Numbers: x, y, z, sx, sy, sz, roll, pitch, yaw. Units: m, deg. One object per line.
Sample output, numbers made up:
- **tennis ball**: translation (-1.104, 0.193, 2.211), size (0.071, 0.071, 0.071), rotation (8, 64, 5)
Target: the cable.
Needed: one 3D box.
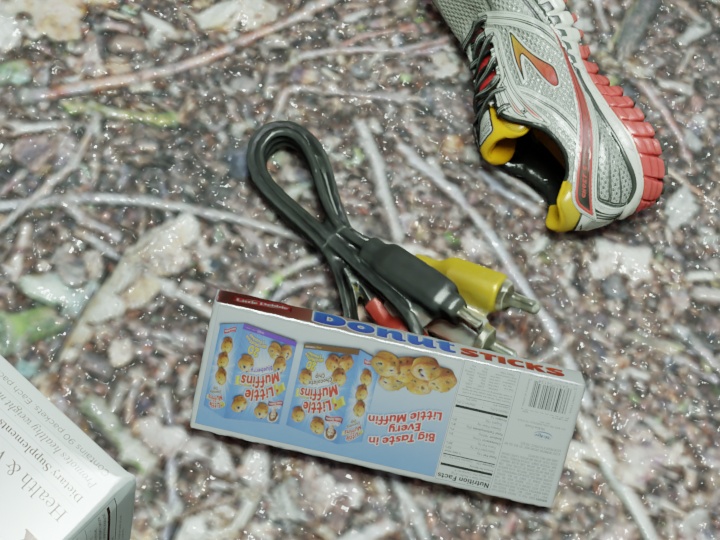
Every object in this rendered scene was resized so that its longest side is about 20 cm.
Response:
- **cable**: translation (0.000, 0.000, 0.882), size (0.199, 0.050, 0.097), rotation (37, 79, 25)

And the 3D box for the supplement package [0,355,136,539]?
- **supplement package**: translation (-0.237, 0.125, 0.698), size (0.191, 0.148, 0.200), rotation (39, 61, 12)

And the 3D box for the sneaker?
- **sneaker**: translation (0.096, -0.111, 0.924), size (0.082, 0.078, 0.201), rotation (-27, 69, -20)

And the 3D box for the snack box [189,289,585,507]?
- **snack box**: translation (0.013, 0.068, 0.818), size (0.197, 0.073, 0.024), rotation (13, 17, -2)
